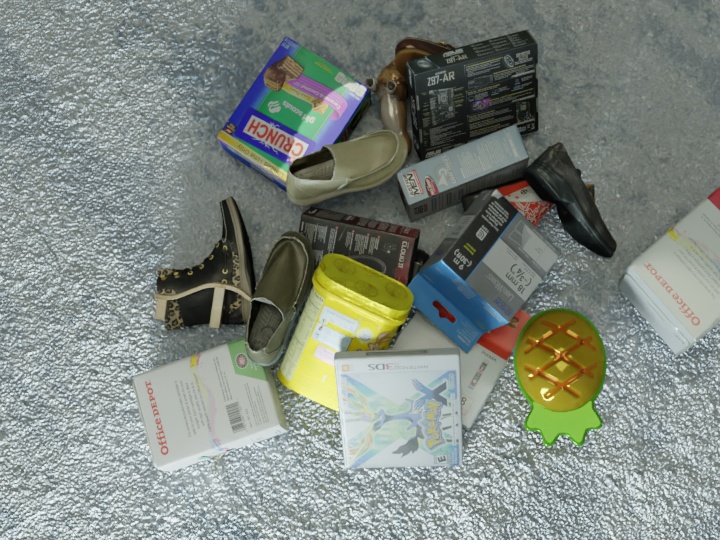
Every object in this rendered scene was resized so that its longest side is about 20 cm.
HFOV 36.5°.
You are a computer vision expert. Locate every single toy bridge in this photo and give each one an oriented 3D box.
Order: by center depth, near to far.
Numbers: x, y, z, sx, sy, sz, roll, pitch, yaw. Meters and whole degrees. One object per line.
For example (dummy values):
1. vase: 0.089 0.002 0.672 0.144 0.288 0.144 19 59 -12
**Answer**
1. toy bridge: -0.215 0.053 1.652 0.196 0.027 0.068 9 95 1

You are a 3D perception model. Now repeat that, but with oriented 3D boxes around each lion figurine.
1. lion figurine: 0.055 -0.242 1.729 0.071 0.122 0.204 6 94 21

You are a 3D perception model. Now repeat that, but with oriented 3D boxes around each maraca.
1. maraca: 0.293 0.156 1.603 0.135 0.107 0.204 -3 77 11

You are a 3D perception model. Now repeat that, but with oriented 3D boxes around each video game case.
1. video game case: 0.058 0.203 1.590 0.179 0.022 0.203 -2 120 4

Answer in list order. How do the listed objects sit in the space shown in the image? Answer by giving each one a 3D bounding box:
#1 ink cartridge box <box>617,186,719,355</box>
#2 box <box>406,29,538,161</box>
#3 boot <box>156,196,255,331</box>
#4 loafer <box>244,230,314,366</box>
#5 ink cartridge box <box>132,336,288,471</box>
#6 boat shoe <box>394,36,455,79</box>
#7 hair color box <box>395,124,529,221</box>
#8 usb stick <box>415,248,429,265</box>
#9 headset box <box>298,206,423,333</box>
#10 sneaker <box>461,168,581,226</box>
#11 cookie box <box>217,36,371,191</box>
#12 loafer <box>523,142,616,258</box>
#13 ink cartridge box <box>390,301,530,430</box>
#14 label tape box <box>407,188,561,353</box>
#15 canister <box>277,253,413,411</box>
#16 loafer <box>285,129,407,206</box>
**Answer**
1. ink cartridge box: 0.501 0.000 1.601 0.199 0.145 0.146 -38 76 -4
2. box: 0.174 -0.265 1.671 0.197 0.162 0.044 -16 42 -7
3. boot: -0.243 -0.005 1.705 0.148 0.073 0.204 -10 85 2
4. loafer: -0.119 0.040 1.590 0.074 0.070 0.203 14 85 8
5. ink cartridge box: -0.226 0.202 1.648 0.197 0.084 0.147 -19 76 0
6. boat shoe: 0.129 -0.318 1.703 0.070 0.198 0.071 -21 58 42
7. hair color box: 0.156 -0.149 1.688 0.197 0.099 0.061 -22 76 0
8. usb stick: 0.008 -0.027 1.708 0.197 0.033 0.056 13 72 8
9. headset box: 0.000 0.000 1.653 0.197 0.075 0.151 11 105 8
10. sneaker: 0.256 -0.087 1.688 0.198 0.067 0.110 -16 98 -14
11. cookie box: -0.104 -0.239 1.743 0.170 0.075 0.201 32 83 10
12. loafer: 0.331 -0.103 1.643 0.072 0.073 0.200 -48 115 -13
13. ink cartridge box: 0.144 0.114 1.657 0.161 0.057 0.202 29 86 11
14. label tape box: 0.179 0.004 1.605 0.144 0.063 0.201 41 82 -13
15. canister: -0.027 0.096 1.601 0.147 0.087 0.202 25 118 0
16. loafer: -0.023 -0.157 1.636 0.197 0.068 0.077 -24 63 4
